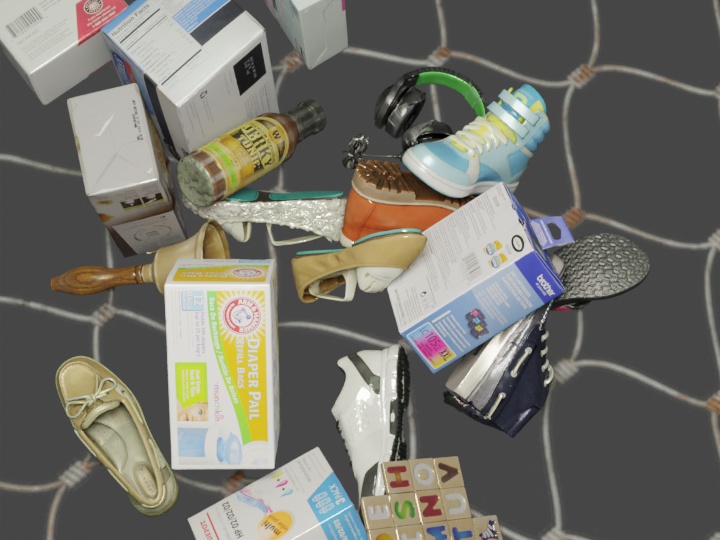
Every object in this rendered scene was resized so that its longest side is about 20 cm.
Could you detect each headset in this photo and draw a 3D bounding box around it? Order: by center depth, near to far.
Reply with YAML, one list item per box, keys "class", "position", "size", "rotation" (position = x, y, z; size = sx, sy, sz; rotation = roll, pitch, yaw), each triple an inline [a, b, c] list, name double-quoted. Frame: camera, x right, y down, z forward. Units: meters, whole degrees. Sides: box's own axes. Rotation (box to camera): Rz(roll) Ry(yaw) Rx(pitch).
- class: "headset"
  position: [0.064, -0.170, 1.441]
  size: [0.199, 0.094, 0.124]
  rotation: [-30, 73, -21]

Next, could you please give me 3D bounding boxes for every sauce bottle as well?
- class: "sauce bottle"
  position: [-0.118, -0.140, 1.416]
  size: [0.065, 0.065, 0.200]
  rotation: [43, 51, 13]

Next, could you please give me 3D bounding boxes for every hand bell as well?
- class: "hand bell"
  position: [-0.253, 0.007, 1.403]
  size: [0.198, 0.104, 0.105]
  rotation: [-6, 71, 12]

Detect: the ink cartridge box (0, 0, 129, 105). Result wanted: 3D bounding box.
- class: "ink cartridge box"
  position: [-0.383, -0.325, 1.498]
  size: [0.145, 0.084, 0.201]
  rotation: [-36, 75, -11]

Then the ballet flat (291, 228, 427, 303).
- class: "ballet flat"
  position: [0.000, 0.000, 1.357]
  size: [0.068, 0.199, 0.064]
  rotation: [7, 78, -40]

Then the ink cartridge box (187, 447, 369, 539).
- class: "ink cartridge box"
  position: [-0.101, 0.280, 1.279]
  size: [0.199, 0.068, 0.115]
  rotation: [-28, 30, -9]

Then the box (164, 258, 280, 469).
- class: "box"
  position: [-0.141, 0.095, 1.303]
  size: [0.111, 0.101, 0.203]
  rotation: [-1, 105, 0]

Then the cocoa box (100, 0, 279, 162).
- class: "cocoa box"
  position: [-0.186, -0.220, 1.402]
  size: [0.133, 0.200, 0.131]
  rotation: [-43, 75, -13]

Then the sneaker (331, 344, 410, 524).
- class: "sneaker"
  position: [0.009, 0.180, 1.348]
  size: [0.079, 0.074, 0.202]
  rotation: [-2, 67, 14]

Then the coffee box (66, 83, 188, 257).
- class: "coffee box"
  position: [-0.251, -0.103, 1.364]
  size: [0.079, 0.200, 0.116]
  rotation: [-14, 72, -3]

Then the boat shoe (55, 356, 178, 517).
- class: "boat shoe"
  position: [-0.265, 0.173, 1.345]
  size: [0.073, 0.063, 0.202]
  rotation: [-31, 74, -10]

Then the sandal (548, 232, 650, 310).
- class: "sandal"
  position: [0.228, 0.014, 1.412]
  size: [0.198, 0.045, 0.076]
  rotation: [-19, 68, 10]

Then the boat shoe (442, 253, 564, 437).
- class: "boat shoe"
  position: [0.181, 0.086, 1.361]
  size: [0.092, 0.075, 0.201]
  rotation: [37, 89, -9]

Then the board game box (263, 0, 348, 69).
- class: "board game box"
  position: [-0.091, -0.360, 1.476]
  size: [0.064, 0.148, 0.201]
  rotation: [-30, 75, -8]

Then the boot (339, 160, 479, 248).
- class: "boot"
  position: [0.071, -0.057, 1.420]
  size: [0.198, 0.108, 0.075]
  rotation: [8, 33, -20]

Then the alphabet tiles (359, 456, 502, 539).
- class: "alphabet tiles"
  position: [0.082, 0.291, 1.277]
  size: [0.166, 0.008, 0.202]
  rotation: [1, 67, -33]

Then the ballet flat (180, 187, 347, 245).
- class: "ballet flat"
  position: [-0.110, -0.061, 1.425]
  size: [0.197, 0.072, 0.073]
  rotation: [4, 72, 3]

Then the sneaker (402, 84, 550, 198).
- class: "sneaker"
  position: [0.133, -0.150, 1.367]
  size: [0.080, 0.199, 0.131]
  rotation: [44, 115, 25]

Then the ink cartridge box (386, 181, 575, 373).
- class: "ink cartridge box"
  position: [0.129, -0.003, 1.332]
  size: [0.199, 0.076, 0.137]
  rotation: [-34, 35, 14]
